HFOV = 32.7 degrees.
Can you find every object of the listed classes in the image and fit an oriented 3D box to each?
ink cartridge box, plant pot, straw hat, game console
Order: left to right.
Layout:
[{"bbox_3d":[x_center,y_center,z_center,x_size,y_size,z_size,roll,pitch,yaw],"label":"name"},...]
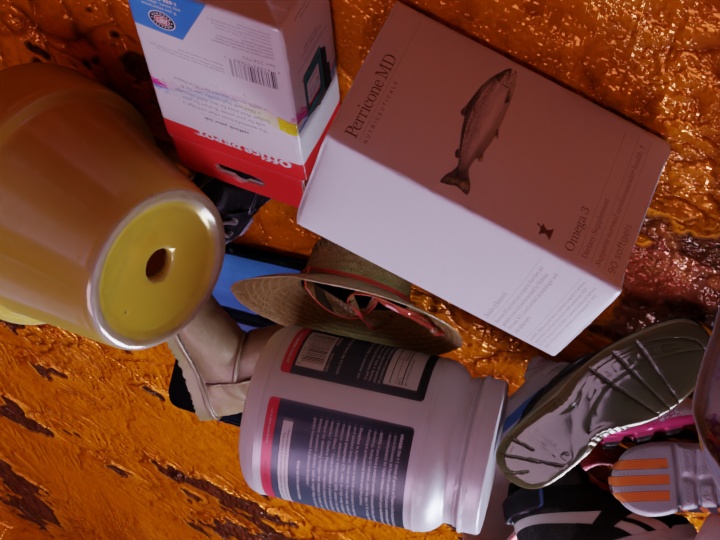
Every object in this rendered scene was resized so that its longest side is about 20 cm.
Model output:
[{"bbox_3d":[-0.210,-0.036,0.947,0.188,0.201,0.202,28,158,34],"label":"plant pot"},{"bbox_3d":[-0.116,0.067,1.189,0.198,0.175,0.118,12,177,27],"label":"game console"},{"bbox_3d":[-0.080,-0.136,0.843,0.115,0.068,0.201,20,153,14],"label":"ink cartridge box"},{"bbox_3d":[0.000,0.000,0.982,0.198,0.086,0.201,13,165,3],"label":"straw hat"}]

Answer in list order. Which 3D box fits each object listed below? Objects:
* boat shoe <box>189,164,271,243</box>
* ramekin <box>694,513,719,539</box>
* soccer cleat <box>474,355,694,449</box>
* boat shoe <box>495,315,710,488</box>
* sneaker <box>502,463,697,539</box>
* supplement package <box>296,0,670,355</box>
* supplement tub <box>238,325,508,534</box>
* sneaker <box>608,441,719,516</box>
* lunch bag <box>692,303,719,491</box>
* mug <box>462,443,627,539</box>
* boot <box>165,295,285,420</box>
[{"bbox_3d":[-0.118,-0.055,1.013,0.071,0.069,0.200,27,156,-19],"label":"boat shoe"},{"bbox_3d":[0.345,0.297,1.084,0.097,0.202,0.201,18,153,33],"label":"ramekin"},{"bbox_3d":[0.184,0.110,1.041,0.197,0.088,0.070,-11,167,20],"label":"soccer cleat"},{"bbox_3d":[0.187,0.093,0.961,0.072,0.066,0.201,42,116,-12],"label":"boat shoe"},{"bbox_3d":[0.214,0.207,1.095,0.198,0.113,0.073,0,151,-36],"label":"sneaker"},{"bbox_3d":[0.076,-0.056,0.788,0.198,0.118,0.118,27,154,-1],"label":"supplement package"},{"bbox_3d":[0.012,0.130,0.998,0.197,0.142,0.141,11,151,11],"label":"supplement tub"},{"bbox_3d":[0.309,0.169,1.034,0.197,0.079,0.112,1,173,12],"label":"sneaker"},{"bbox_3d":[0.287,0.097,0.771,0.126,0.202,0.170,6,146,36],"label":"lunch bag"},{"bbox_3d":[0.226,0.261,1.201,0.199,0.135,0.177,31,155,-16],"label":"mug"},{"bbox_3d":[-0.067,0.054,1.100,0.197,0.067,0.177,-8,125,12],"label":"boot"}]
